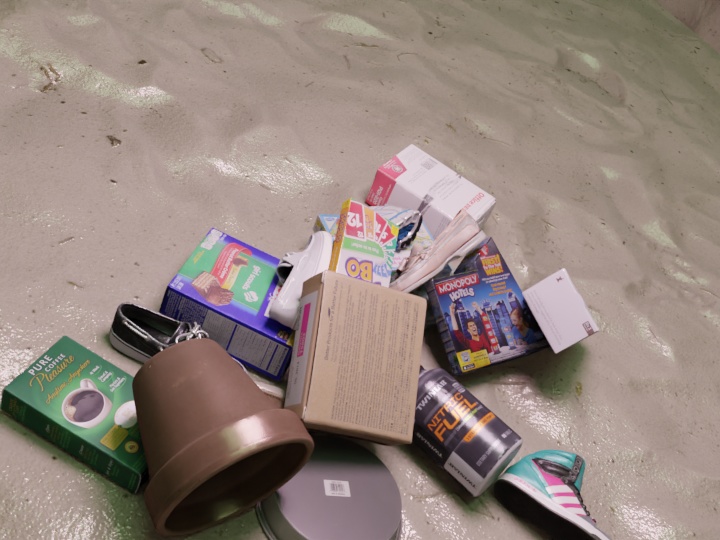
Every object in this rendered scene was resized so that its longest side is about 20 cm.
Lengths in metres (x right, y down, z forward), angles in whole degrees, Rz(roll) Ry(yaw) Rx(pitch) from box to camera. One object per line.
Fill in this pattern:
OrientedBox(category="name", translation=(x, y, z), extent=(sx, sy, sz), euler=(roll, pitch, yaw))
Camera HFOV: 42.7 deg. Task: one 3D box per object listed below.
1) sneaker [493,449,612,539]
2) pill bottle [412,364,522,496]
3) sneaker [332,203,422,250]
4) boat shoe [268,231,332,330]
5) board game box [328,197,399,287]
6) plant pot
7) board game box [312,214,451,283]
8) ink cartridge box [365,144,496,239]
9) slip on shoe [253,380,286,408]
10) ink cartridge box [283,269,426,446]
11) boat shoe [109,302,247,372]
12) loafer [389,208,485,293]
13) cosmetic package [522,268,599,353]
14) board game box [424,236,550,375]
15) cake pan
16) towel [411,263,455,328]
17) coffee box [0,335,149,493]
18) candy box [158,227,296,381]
OrientedBox(category="sneaker", translation=(0.295, 0.322, 1.279), extent=(0.200, 0.084, 0.121), euler=(36, 49, 16))
OrientedBox(category="pill bottle", translation=(0.119, 0.211, 1.286), extent=(0.200, 0.107, 0.106), euler=(40, 40, 20))
OrientedBox(category="sneaker", translation=(0.007, -0.059, 1.453), extent=(0.086, 0.075, 0.200), euler=(29, 32, 29))
OrientedBox(category="boat shoe", translation=(-0.089, 0.006, 1.325), extent=(0.068, 0.072, 0.201), euler=(22, 45, -8))
OrientedBox(category="board game box", translation=(0.000, 0.000, 1.329), extent=(0.095, 0.030, 0.201), euler=(29, 57, -27))
OrientedBox(category="plant pot", translation=(-0.178, 0.180, 1.066), extent=(0.199, 0.201, 0.175), euler=(-12, 58, -38))
OrientedBox(category="board game box", translation=(0.035, -0.034, 1.511), extent=(0.199, 0.034, 0.135), euler=(1, 42, -28))
OrientedBox(category="ink cartridge box", translation=(0.132, -0.130, 1.706), extent=(0.199, 0.085, 0.146), euler=(34, 39, 14))
OrientedBox(category="slip on shoe", translation=(-0.182, 0.172, 1.193), extent=(0.199, 0.076, 0.061), euler=(21, 26, -18))
OrientedBox(category="ink cartridge box", translation=(-0.006, 0.119, 1.218), extent=(0.164, 0.075, 0.201), euler=(17, 70, -25))
OrientedBox(category="boat shoe", translation=(-0.241, 0.100, 1.246), extent=(0.199, 0.068, 0.074), euler=(27, 38, 2))
OrientedBox(category="loafer", translation=(0.107, -0.025, 1.447), extent=(0.200, 0.072, 0.063), euler=(-34, 93, -22))
OrientedBox(category="cosmetic package", translation=(0.324, 0.066, 1.487), extent=(0.113, 0.081, 0.200), euler=(62, 12, 11))
OrientedBox(category="board game box", translation=(0.188, 0.054, 1.476), extent=(0.199, 0.062, 0.201), euler=(-10, 77, -36))
OrientedBox(category="cake pan", translation=(-0.034, 0.289, 1.167), extent=(0.199, 0.037, 0.201), euler=(15, 39, -12))
OrientedBox(category="towel", translation=(0.086, 0.020, 1.536), extent=(0.199, 0.048, 0.171), euler=(-12, 52, -38))
OrientedBox(category="coffee box", translation=(-0.324, 0.173, 1.136), extent=(0.199, 0.044, 0.123), euler=(30, 39, 4))
OrientedBox(category="candy box", translation=(-0.168, 0.045, 1.343), extent=(0.199, 0.077, 0.169), euler=(26, 36, -1))
